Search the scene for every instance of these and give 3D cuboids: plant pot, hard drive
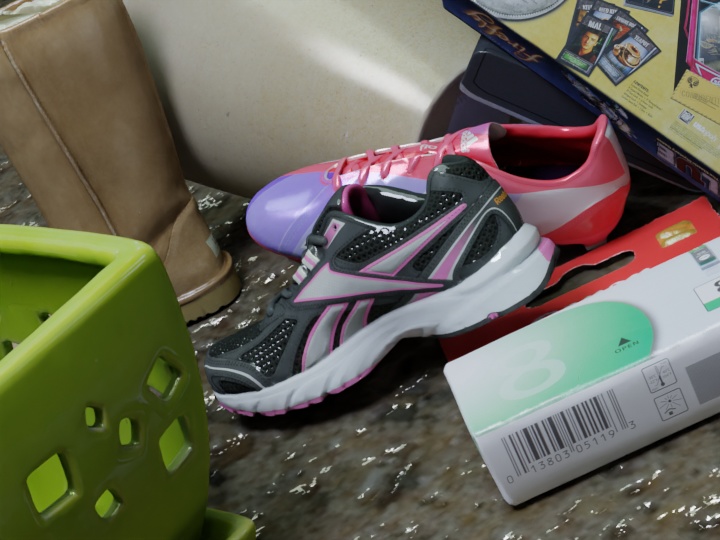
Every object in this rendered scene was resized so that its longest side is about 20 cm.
[{"bbox_3d":[-0.178,0.108,1.230,0.200,0.182,0.199,4,38,48],"label":"plant pot"},{"bbox_3d":[0.143,-0.130,1.470,0.139,0.033,0.200,23,37,2],"label":"hard drive"},{"bbox_3d":[-0.005,-0.107,1.518,0.187,0.188,0.200,-39,44,-26],"label":"plant pot"}]

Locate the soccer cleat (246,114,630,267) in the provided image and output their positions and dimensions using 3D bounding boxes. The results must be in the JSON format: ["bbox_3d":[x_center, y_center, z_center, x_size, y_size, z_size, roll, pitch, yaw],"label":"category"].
[{"bbox_3d":[0.038,-0.046,1.386,0.199,0.077,0.067,-2,48,7],"label":"soccer cleat"}]

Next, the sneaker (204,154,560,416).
[{"bbox_3d":[0.000,0.000,1.354,0.200,0.086,0.080,-26,12,25],"label":"sneaker"}]

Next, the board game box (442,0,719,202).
[{"bbox_3d":[0.160,-0.133,1.369,0.200,0.035,0.136,37,77,16],"label":"board game box"}]

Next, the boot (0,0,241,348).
[{"bbox_3d":[-0.177,-0.044,1.502,0.175,0.200,0.066,-27,25,-2],"label":"boot"}]

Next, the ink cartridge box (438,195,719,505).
[{"bbox_3d":[0.115,0.019,1.287,0.161,0.050,0.200,-25,27,2],"label":"ink cartridge box"}]
